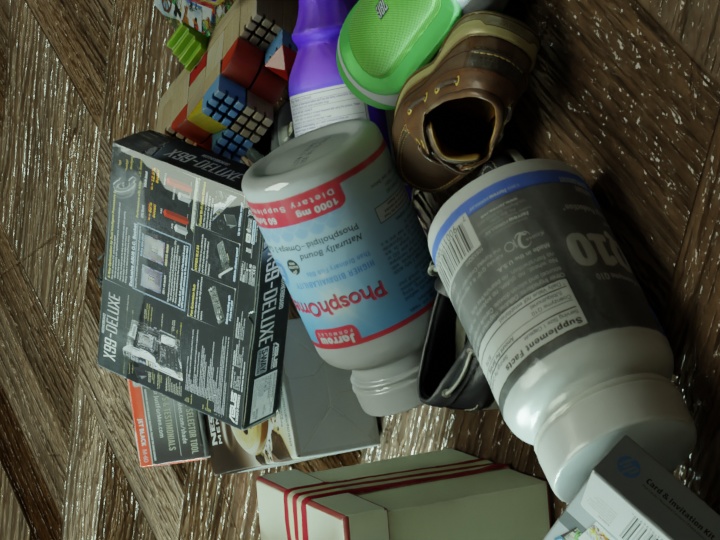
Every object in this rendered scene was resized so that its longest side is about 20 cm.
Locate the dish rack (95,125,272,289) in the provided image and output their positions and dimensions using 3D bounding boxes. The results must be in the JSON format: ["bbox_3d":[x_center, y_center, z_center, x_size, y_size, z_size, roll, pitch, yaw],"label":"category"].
[{"bbox_3d":[-0.144,-0.050,1.949,0.055,0.200,0.153,52,171,-30],"label":"dish rack"}]

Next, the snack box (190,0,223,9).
[{"bbox_3d":[-0.092,-0.322,1.813,0.142,0.053,0.201,157,127,-67],"label":"snack box"}]

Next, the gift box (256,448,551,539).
[{"bbox_3d":[0.027,0.241,1.628,0.184,0.186,0.201,180,84,-67],"label":"gift box"}]

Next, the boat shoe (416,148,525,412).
[{"bbox_3d":[0.079,0.011,1.592,0.073,0.063,0.201,-128,39,-53],"label":"boat shoe"}]

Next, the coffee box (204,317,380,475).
[{"bbox_3d":[-0.065,0.106,1.926,0.200,0.080,0.113,157,104,-65],"label":"coffee box"}]

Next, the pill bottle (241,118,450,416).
[{"bbox_3d":[0.000,0.000,1.663,0.109,0.109,0.200,14,131,65],"label":"pill bottle"}]

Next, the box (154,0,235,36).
[{"bbox_3d":[-0.128,-0.257,2.015,0.200,0.038,0.137,-130,39,-51],"label":"box"}]

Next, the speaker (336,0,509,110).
[{"bbox_3d":[0.049,-0.186,1.579,0.200,0.088,0.089,131,127,-60],"label":"speaker"}]

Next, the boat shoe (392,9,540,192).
[{"bbox_3d":[0.062,-0.101,1.558,0.200,0.072,0.068,124,165,-61],"label":"boat shoe"}]

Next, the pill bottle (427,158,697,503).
[{"bbox_3d":[0.127,0.039,1.432,0.114,0.113,0.200,112,143,-48],"label":"pill bottle"}]

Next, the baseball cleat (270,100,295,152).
[{"bbox_3d":[-0.038,-0.035,1.829,0.106,0.070,0.200,-51,50,48],"label":"baseball cleat"}]

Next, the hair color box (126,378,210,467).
[{"bbox_3d":[-0.166,0.118,2.085,0.200,0.064,0.111,64,-162,-86],"label":"hair color box"}]

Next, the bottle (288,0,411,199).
[{"bbox_3d":[-0.013,-0.132,1.743,0.083,0.065,0.201,-10,88,32],"label":"bottle"}]

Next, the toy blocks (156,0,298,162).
[{"bbox_3d":[-0.104,-0.144,1.851,0.200,0.100,0.137,-50,22,27],"label":"toy blocks"}]

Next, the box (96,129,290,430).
[{"bbox_3d":[-0.130,0.007,1.813,0.157,0.050,0.201,21,117,31],"label":"box"}]

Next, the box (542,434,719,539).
[{"bbox_3d":[0.172,0.208,1.381,0.156,0.041,0.200,41,142,12],"label":"box"}]
